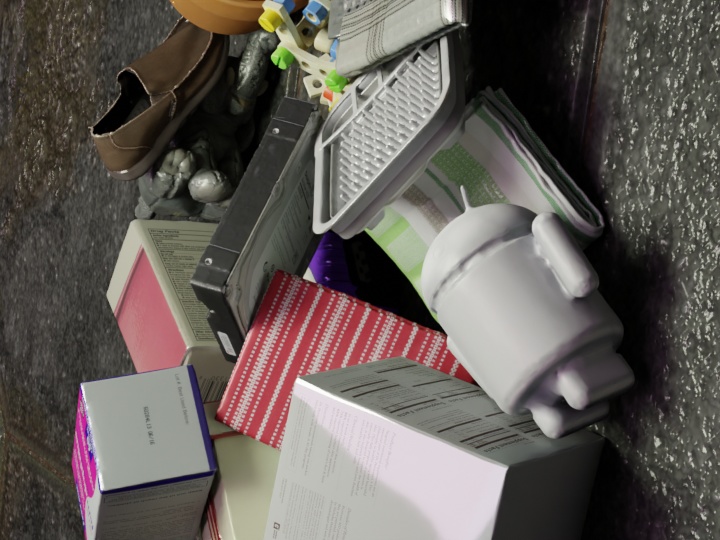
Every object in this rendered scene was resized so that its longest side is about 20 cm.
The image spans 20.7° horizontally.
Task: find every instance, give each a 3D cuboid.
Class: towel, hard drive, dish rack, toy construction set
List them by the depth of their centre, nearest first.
[{"bbox_3d":[0.029,-0.118,1.599,0.172,0.044,0.200,-45,21,24],"label":"dish rack"},{"bbox_3d":[0.093,-0.039,1.602,0.149,0.031,0.200,52,135,5],"label":"towel"},{"bbox_3d":[0.027,-0.267,1.615,0.200,0.034,0.193,-18,70,58],"label":"towel"},{"bbox_3d":[-0.006,0.100,1.667,0.022,0.200,0.145,9,-76,-87],"label":"towel"},{"bbox_3d":[-0.077,-0.032,1.710,0.140,0.038,0.200,73,-144,-56],"label":"hard drive"},{"bbox_3d":[-0.021,-0.175,1.777,0.092,0.131,0.200,-56,-12,-7],"label":"toy construction set"}]

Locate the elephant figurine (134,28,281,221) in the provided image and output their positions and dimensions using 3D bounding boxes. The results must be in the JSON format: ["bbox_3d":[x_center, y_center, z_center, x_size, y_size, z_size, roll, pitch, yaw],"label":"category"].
[{"bbox_3d":[-0.157,-0.158,2.046,0.142,0.155,0.200,79,-163,-75],"label":"elephant figurine"}]

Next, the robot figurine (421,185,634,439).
[{"bbox_3d":[0.122,0.031,1.508,0.200,0.113,0.170,55,135,20],"label":"robot figurine"}]

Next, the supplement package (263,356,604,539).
[{"bbox_3d":[0.056,0.176,1.535,0.200,0.151,0.152,20,106,32],"label":"supplement package"}]

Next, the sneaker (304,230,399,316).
[{"bbox_3d":[-0.001,0.000,1.798,0.100,0.069,0.200,-53,48,22],"label":"sneaker"}]

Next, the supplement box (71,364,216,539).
[{"bbox_3d":[-0.193,0.172,1.729,0.200,0.103,0.101,108,150,-63],"label":"supplement box"}]

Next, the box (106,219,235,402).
[{"bbox_3d":[-0.164,0.052,2.013,0.200,0.128,0.109,61,138,43],"label":"box"}]

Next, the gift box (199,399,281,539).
[{"bbox_3d":[-0.047,0.198,1.756,0.185,0.200,0.187,121,138,-60],"label":"gift box"}]

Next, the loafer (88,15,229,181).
[{"bbox_3d":[-0.200,-0.185,1.967,0.073,0.071,0.200,14,68,40],"label":"loafer"}]

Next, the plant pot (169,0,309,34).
[{"bbox_3d":[-0.121,-0.322,1.930,0.140,0.200,0.201,129,136,-68],"label":"plant pot"}]
